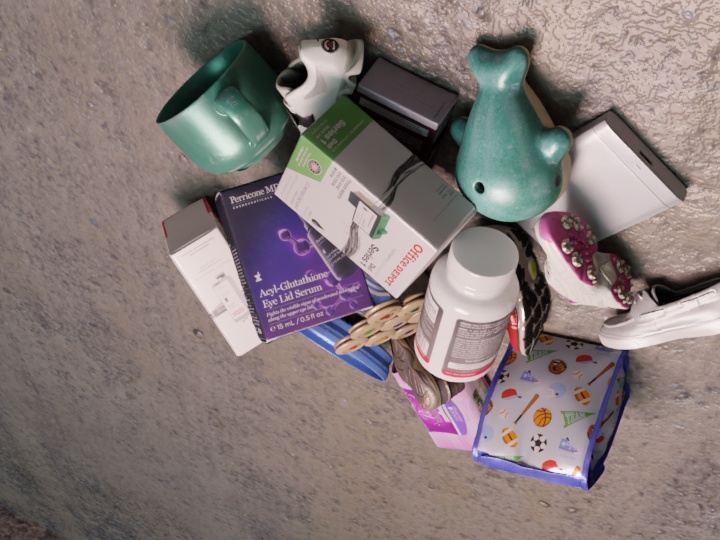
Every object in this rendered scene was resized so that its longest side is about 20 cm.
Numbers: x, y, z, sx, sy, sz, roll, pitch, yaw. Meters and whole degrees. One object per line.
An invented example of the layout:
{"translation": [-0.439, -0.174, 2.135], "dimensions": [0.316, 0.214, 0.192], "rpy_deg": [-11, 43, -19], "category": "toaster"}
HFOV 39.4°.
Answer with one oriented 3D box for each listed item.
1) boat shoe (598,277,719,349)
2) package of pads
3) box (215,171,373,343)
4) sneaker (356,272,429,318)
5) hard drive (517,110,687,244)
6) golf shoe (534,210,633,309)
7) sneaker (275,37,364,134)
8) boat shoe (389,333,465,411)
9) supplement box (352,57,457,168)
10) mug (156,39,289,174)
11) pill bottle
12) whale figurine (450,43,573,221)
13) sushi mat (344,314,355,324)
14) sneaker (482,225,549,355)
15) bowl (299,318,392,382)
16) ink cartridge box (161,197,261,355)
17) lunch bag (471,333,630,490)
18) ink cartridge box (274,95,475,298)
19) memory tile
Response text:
{"translation": [0.372, 0.049, 1.232], "dimensions": [0.200, 0.072, 0.069], "rpy_deg": [-14, 104, 53], "category": "boat shoe"}
{"translation": [0.142, 0.200, 1.570], "dimensions": [0.120, 0.076, 0.200], "rpy_deg": [-3, 133, 35], "category": "package of pads"}
{"translation": [-0.088, -0.024, 1.290], "dimensions": [0.104, 0.148, 0.200], "rpy_deg": [173, 78, -79], "category": "box"}
{"translation": [0.000, 0.000, 1.425], "dimensions": [0.146, 0.081, 0.200], "rpy_deg": [-9, 135, 35], "category": "sneaker"}
{"translation": [0.258, -0.093, 1.173], "dimensions": [0.132, 0.027, 0.200], "rpy_deg": [42, 144, -14], "category": "hard drive"}
{"translation": [0.249, -0.004, 1.199], "dimensions": [0.091, 0.075, 0.200], "rpy_deg": [-9, 147, 38], "category": "golf shoe"}
{"translation": [-0.061, -0.209, 1.204], "dimensions": [0.088, 0.074, 0.200], "rpy_deg": [6, 146, -13], "category": "sneaker"}
{"translation": [0.095, 0.132, 1.469], "dimensions": [0.073, 0.200, 0.075], "rpy_deg": [-14, 124, -12], "category": "boat shoe"}
{"translation": [0.038, -0.152, 1.235], "dimensions": [0.109, 0.061, 0.200], "rpy_deg": [28, 144, 7], "category": "supplement box"}
{"translation": [-0.162, -0.185, 1.238], "dimensions": [0.152, 0.185, 0.114], "rpy_deg": [-31, 117, 26], "category": "mug"}
{"translation": [0.135, 0.042, 1.253], "dimensions": [0.111, 0.111, 0.200], "rpy_deg": [23, 141, 11], "category": "pill bottle"}
{"translation": [0.155, -0.145, 1.108], "dimensions": [0.159, 0.104, 0.200], "rpy_deg": [16, 130, 41], "category": "whale figurine"}
{"translation": [-0.097, 0.038, 1.604], "dimensions": [0.200, 0.012, 0.096], "rpy_deg": [27, 145, 8], "category": "sushi mat"}
{"translation": [0.193, 0.023, 1.332], "dimensions": [0.085, 0.077, 0.200], "rpy_deg": [7, 128, 38], "category": "sneaker"}
{"translation": [-0.038, 0.099, 1.526], "dimensions": [0.201, 0.039, 0.201], "rpy_deg": [32, 171, 6], "category": "bowl"}
{"translation": [-0.211, 0.009, 1.521], "dimensions": [0.200, 0.083, 0.147], "rpy_deg": [61, 177, -27], "category": "ink cartridge box"}
{"translation": [0.261, 0.199, 1.375], "dimensions": [0.170, 0.200, 0.124], "rpy_deg": [8, 139, 28], "category": "lunch bag"}
{"translation": [0.014, -0.081, 1.164], "dimensions": [0.200, 0.084, 0.146], "rpy_deg": [41, 151, 3], "category": "ink cartridge box"}
{"translation": [0.068, 0.064, 1.377], "dimensions": [0.153, 0.200, 0.017], "rpy_deg": [-46, 64, 50], "category": "memory tile"}
